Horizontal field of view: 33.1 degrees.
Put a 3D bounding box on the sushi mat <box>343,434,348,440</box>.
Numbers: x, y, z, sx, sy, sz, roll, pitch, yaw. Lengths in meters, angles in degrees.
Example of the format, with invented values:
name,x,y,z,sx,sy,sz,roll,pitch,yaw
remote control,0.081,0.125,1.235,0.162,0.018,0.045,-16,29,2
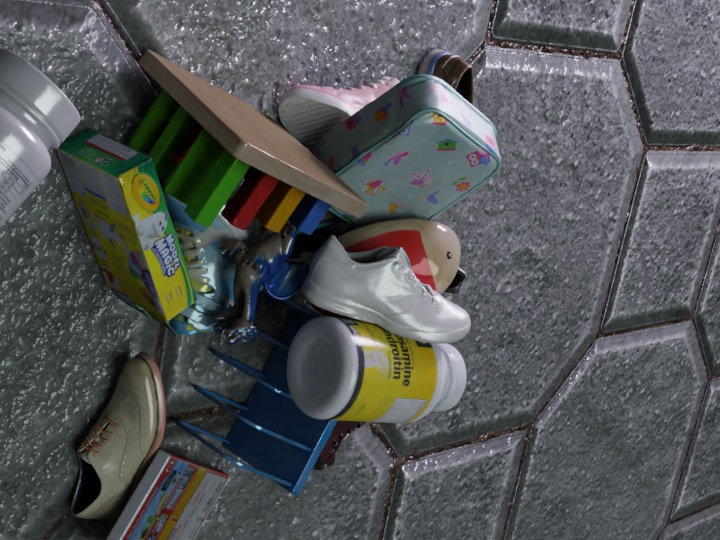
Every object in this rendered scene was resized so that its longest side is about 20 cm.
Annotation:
name,x,y,z,sx,sy,sz,roll,pitch,yaw
sushi mat,-0.001,0.119,1.570,0.095,0.012,0.200,34,93,-21

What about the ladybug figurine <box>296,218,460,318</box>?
name,x,y,z,sx,sy,sz,roll,pitch,yaw
ladybug figurine,0.024,0.009,1.407,0.199,0.072,0.136,-17,139,3

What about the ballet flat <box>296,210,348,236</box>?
name,x,y,z,sx,sy,sz,roll,pitch,yaw
ballet flat,-0.027,-0.084,1.472,0.199,0.070,0.066,-13,91,-46

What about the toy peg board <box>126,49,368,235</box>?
name,x,y,z,sx,sy,sz,roll,pitch,yaw
toy peg board,-0.131,-0.107,1.246,0.199,0.200,0.098,24,106,-50

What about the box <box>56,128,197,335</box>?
name,x,y,z,sx,sy,sz,roll,pitch,yaw
box,-0.230,-0.034,1.221,0.048,0.117,0.201,-34,131,-30

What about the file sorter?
name,x,y,z,sx,sy,sz,roll,pitch,yaw
file sorter,-0.106,0.133,1.426,0.123,0.138,0.201,32,85,-46

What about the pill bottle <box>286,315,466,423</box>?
name,x,y,z,sx,sy,sz,roll,pitch,yaw
pill bottle,0.023,0.114,1.361,0.199,0.112,0.113,8,102,-43

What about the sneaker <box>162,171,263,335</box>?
name,x,y,z,sx,sy,sz,roll,pitch,yaw
sneaker,-0.181,-0.005,1.320,0.131,0.079,0.200,-52,137,-17

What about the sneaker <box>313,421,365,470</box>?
name,x,y,z,sx,sy,sz,roll,pitch,yaw
sneaker,-0.019,0.191,1.548,0.199,0.076,0.116,-9,115,-5

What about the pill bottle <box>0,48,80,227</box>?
name,x,y,z,sx,sy,sz,roll,pitch,yaw
pill bottle,-0.347,-0.090,1.069,0.200,0.113,0.113,-52,138,-15

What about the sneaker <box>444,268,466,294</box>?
name,x,y,z,sx,sy,sz,roll,pitch,yaw
sneaker,0.065,-0.018,1.580,0.200,0.080,0.074,17,98,-48

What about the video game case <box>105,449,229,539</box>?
name,x,y,z,sx,sy,sz,roll,pitch,yaw
video game case,-0.226,0.286,1.408,0.143,0.017,0.200,-60,160,-7

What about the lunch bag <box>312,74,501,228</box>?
name,x,y,z,sx,sy,sz,roll,pitch,yaw
lunch bag,0.051,-0.122,1.376,0.200,0.077,0.160,-33,136,31

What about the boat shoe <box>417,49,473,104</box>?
name,x,y,z,sx,sy,sz,roll,pitch,yaw
boat shoe,0.112,-0.178,1.555,0.072,0.072,0.201,-29,128,-35

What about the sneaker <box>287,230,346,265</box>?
name,x,y,z,sx,sy,sz,roll,pitch,yaw
sneaker,0.000,0.000,1.478,0.199,0.072,0.083,1,105,-20

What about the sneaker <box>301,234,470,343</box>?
name,x,y,z,sx,sy,sz,roll,pitch,yaw
sneaker,0.041,0.018,1.327,0.199,0.075,0.089,16,107,-20

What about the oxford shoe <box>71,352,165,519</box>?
name,x,y,z,sx,sy,sz,roll,pitch,yaw
oxford shoe,-0.266,0.186,1.328,0.074,0.071,0.201,0,108,-44

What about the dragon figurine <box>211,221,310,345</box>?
name,x,y,z,sx,sy,sz,roll,pitch,yaw
dragon figurine,-0.095,-0.009,1.318,0.200,0.059,0.100,-46,145,-27

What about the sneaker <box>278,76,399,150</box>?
name,x,y,z,sx,sy,sz,roll,pitch,yaw
sneaker,-0.008,-0.188,1.432,0.199,0.105,0.075,18,138,-25
